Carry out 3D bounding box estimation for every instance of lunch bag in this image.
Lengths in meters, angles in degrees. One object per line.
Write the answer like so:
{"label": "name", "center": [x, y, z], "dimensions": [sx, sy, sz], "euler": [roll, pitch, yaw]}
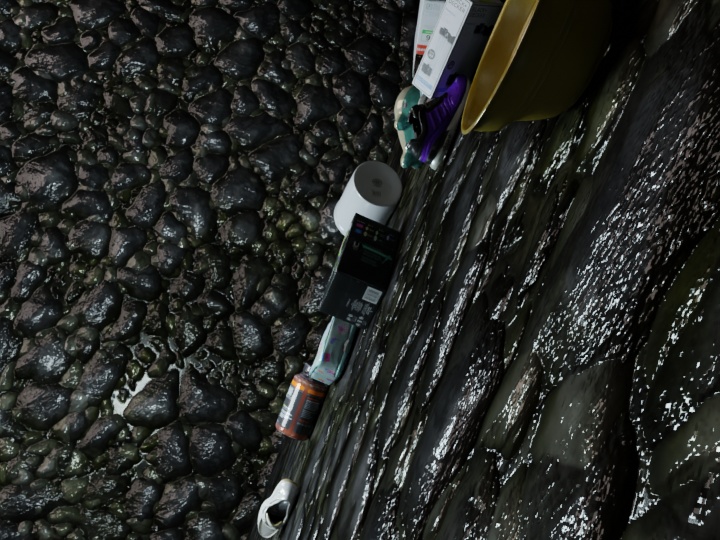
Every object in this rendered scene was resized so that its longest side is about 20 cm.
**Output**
{"label": "lunch bag", "center": [-0.067, 0.202, 1.724], "dimensions": [0.200, 0.076, 0.163], "euler": [121, 171, -67]}

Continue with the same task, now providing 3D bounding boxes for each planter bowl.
{"label": "planter bowl", "center": [0.169, -0.204, 0.605], "dimensions": [0.200, 0.082, 0.205], "euler": [-158, 89, -87]}

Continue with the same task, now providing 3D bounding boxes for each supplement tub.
{"label": "supplement tub", "center": [-0.160, 0.370, 1.897], "dimensions": [0.107, 0.105, 0.204], "euler": [-176, 108, -86]}

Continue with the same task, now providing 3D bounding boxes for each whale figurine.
{"label": "whale figurine", "center": [0.148, -0.356, 1.668], "dimensions": [0.157, 0.102, 0.206], "euler": [-5, -78, -52]}

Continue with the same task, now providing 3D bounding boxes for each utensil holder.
{"label": "utensil holder", "center": [0.023, -0.208, 2.014], "dimensions": [0.201, 0.167, 0.173], "euler": [122, 170, -57]}

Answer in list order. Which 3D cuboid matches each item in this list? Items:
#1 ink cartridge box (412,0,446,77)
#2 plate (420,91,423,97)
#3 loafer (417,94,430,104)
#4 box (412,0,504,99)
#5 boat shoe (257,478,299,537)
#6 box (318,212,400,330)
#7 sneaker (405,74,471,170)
{"label": "ink cartridge box", "center": [0.147, -0.527, 1.438], "dimensions": [0.202, 0.049, 0.111], "euler": [94, -179, -57]}
{"label": "plate", "center": [0.177, -0.445, 1.558], "dimensions": [0.200, 0.025, 0.204], "euler": [-46, -35, -47]}
{"label": "loafer", "center": [0.191, -0.392, 1.511], "dimensions": [0.201, 0.062, 0.073], "euler": [-51, -35, -44]}
{"label": "box", "center": [0.193, -0.447, 1.326], "dimensions": [0.115, 0.060, 0.202], "euler": [-16, -39, -43]}
{"label": "boat shoe", "center": [-0.211, 0.596, 1.631], "dimensions": [0.070, 0.069, 0.203], "euler": [-71, 5, -60]}
{"label": "box", "center": [0.000, 0.000, 1.542], "dimensions": [0.202, 0.122, 0.150], "euler": [-74, 8, -45]}
{"label": "sneaker", "center": [0.147, -0.308, 1.308], "dimensions": [0.070, 0.098, 0.204], "euler": [131, 162, -76]}
